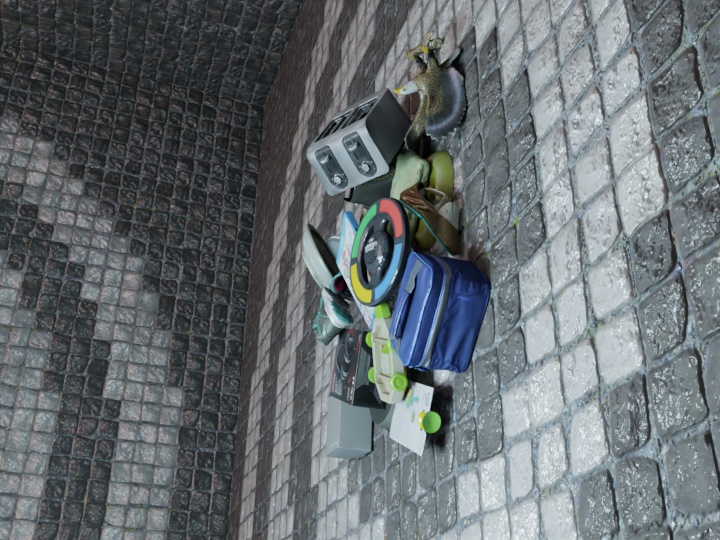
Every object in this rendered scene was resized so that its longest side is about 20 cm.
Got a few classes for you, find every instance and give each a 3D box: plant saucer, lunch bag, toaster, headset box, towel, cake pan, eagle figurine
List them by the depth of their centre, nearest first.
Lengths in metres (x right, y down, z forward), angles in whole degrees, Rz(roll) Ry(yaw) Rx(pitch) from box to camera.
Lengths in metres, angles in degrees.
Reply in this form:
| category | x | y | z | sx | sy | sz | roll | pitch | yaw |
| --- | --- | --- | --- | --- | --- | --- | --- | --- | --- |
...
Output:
| category | x | y | z | sx | sy | sz | roll | pitch | yaw |
| --- | --- | --- | --- | --- | --- | --- | --- | --- | --- |
| lunch bag | 0.120 | 0.076 | 1.355 | 0.136 | 0.130 | 0.204 | -128 | 51 | -68 |
| eagle figurine | 0.138 | -0.353 | 1.584 | 0.151 | 0.148 | 0.204 | -21 | -83 | -70 |
| plant saucer | 0.134 | -0.146 | 1.611 | 0.200 | 0.030 | 0.205 | -170 | 90 | -73 |
| cake pan | 0.061 | 0.230 | 1.631 | 0.200 | 0.036 | 0.205 | -169 | 90 | -74 |
| towel | 0.090 | -0.144 | 1.643 | 0.149 | 0.036 | 0.204 | -123 | 45 | -66 |
| headset box | -0.003 | 0.201 | 1.665 | 0.200 | 0.076 | 0.152 | 176 | 103 | -72 |
| toaster | 0.007 | -0.274 | 1.670 | 0.179 | 0.119 | 0.201 | -16 | 30 | 40 |
| plant saucer | -0.091 | -0.012 | 1.876 | 0.050 | 0.202 | 0.201 | -29 | 31 | 7 |

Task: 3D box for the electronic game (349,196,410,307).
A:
| category | x | y | z | sx | sy | sz | roll | pitch | yaw |
| --- | --- | --- | --- | --- | --- | --- | --- | --- | --- |
| electronic game | 0.033 | -0.034 | 1.452 | 0.199 | 0.041 | 0.204 | -36 | 49 | 54 |

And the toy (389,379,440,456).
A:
| category | x | y | z | sx | sy | sz | roll | pitch | yaw |
| --- | --- | --- | --- | --- | --- | --- | --- | --- | --- |
| toy | 0.105 | 0.264 | 1.444 | 0.200 | 0.046 | 0.118 | 167 | 113 | -79 |

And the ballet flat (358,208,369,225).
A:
| category | x | y | z | sx | sy | sz | roll | pitch | yaw |
| --- | --- | --- | --- | --- | --- | --- | --- | --- | --- |
| ballet flat | 0.029 | -0.030 | 1.662 | 0.067 | 0.075 | 0.202 | 27 | 148 | 51 |

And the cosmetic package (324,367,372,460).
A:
| category | x | y | z | sx | sy | sz | roll | pitch | yaw |
| --- | --- | --- | --- | --- | --- | --- | --- | --- | --- |
| cosmetic package | -0.024 | 0.315 | 1.784 | 0.107 | 0.088 | 0.204 | 128 | 151 | -57 |

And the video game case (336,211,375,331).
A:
| category | x | y | z | sx | sy | sz | roll | pitch | yaw |
| --- | --- | --- | --- | --- | --- | --- | --- | --- | --- |
| video game case | 0.000 | 0.000 | 1.601 | 0.145 | 0.017 | 0.202 | 101 | 151 | -44 |

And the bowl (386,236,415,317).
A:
| category | x | y | z | sx | sy | sz | roll | pitch | yaw |
| --- | --- | --- | --- | --- | --- | --- | --- | --- | --- |
| bowl | 0.076 | 0.018 | 1.564 | 0.200 | 0.092 | 0.206 | 171 | 90 | -70 |

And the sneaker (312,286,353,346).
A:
| category | x | y | z | sx | sy | sz | roll | pitch | yaw |
| --- | --- | --- | --- | --- | --- | --- | --- | --- | --- |
| sneaker | -0.073 | 0.101 | 1.730 | 0.092 | 0.077 | 0.200 | -52 | 10 | 9 |

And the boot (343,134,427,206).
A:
| category | x | y | z | sx | sy | sz | roll | pitch | yaw |
| --- | --- | --- | --- | --- | --- | --- | --- | --- | --- |
| boot | 0.055 | -0.216 | 1.727 | 0.078 | 0.135 | 0.203 | -109 | 34 | -59 |

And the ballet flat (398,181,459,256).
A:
| category | x | y | z | sx | sy | sz | roll | pitch | yaw |
| --- | --- | --- | --- | --- | --- | --- | --- | --- | --- |
| ballet flat | 0.143 | -0.108 | 1.486 | 0.072 | 0.068 | 0.201 | -47 | 41 | 8 |

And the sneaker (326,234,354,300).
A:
| category | x | y | z | sx | sy | sz | roll | pitch | yaw |
| --- | --- | --- | --- | --- | --- | --- | --- | --- | --- |
| sneaker | -0.032 | 0.000 | 1.767 | 0.199 | 0.120 | 0.085 | 36 | 129 | 29 |

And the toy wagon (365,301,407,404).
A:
| category | x | y | z | sx | sy | sz | roll | pitch | yaw |
| --- | --- | --- | --- | --- | --- | --- | --- | --- | --- |
| toy wagon | 0.049 | 0.144 | 1.491 | 0.155 | 0.039 | 0.205 | 174 | 92 | -74 |
